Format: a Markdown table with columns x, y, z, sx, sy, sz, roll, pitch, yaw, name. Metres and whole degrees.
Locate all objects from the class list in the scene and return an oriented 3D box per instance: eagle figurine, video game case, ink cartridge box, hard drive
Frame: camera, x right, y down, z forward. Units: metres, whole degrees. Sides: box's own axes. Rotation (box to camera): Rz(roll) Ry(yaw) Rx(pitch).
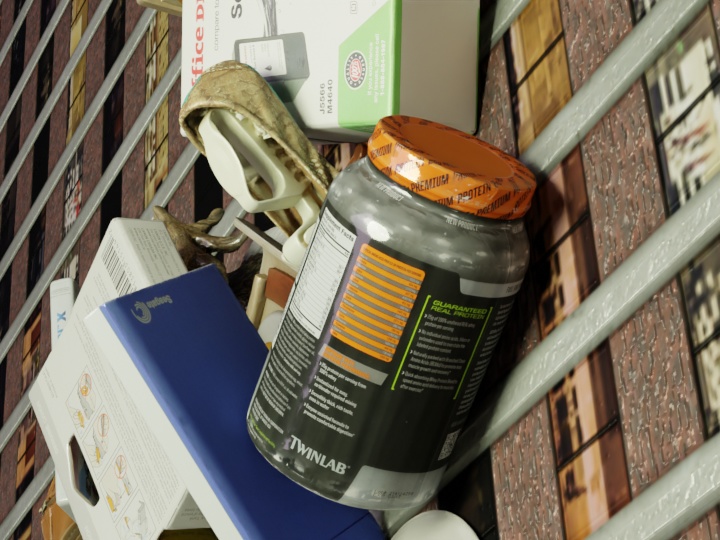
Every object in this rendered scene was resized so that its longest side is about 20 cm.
| x | y | z | sx | sy | sz | roll | pitch | yaw | name |
| --- | --- | --- | --- | --- | --- | --- | --- | --- | --- |
| -0.121 | 0.055 | 1.411 | 0.152 | 0.150 | 0.202 | -45 | -43 | -47 | eagle figurine |
| -0.192 | 0.131 | 1.455 | 0.200 | 0.022 | 0.184 | 64 | -164 | -58 | video game case |
| -0.150 | 0.096 | 1.279 | 0.177 | 0.044 | 0.201 | -59 | 44 | 33 | ink cartridge box |
| -0.023 | -0.157 | 1.204 | 0.199 | 0.083 | 0.147 | 0 | 89 | 45 | ink cartridge box |
| -0.071 | 0.096 | 1.115 | 0.025 | 0.132 | 0.201 | -35 | 84 | 26 | hard drive |

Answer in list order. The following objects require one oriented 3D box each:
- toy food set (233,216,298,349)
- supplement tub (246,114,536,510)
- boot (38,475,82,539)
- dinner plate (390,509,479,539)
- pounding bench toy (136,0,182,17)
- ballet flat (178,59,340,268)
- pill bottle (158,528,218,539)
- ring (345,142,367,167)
| x | y | z | sx | sy | sz | roll | pitch | yaw | name |
| --- | --- | --- | --- | --- | --- | --- | --- | --- | --- |
| -0.061 | 0.085 | 1.231 | 0.143 | 0.060 | 0.202 | 34 | 115 | 45 | toy food set |
| 0.020 | 0.023 | 1.070 | 0.202 | 0.121 | 0.123 | -68 | 25 | 18 | supplement tub |
| -0.240 | 0.236 | 1.620 | 0.155 | 0.073 | 0.202 | -41 | 30 | 52 | boot |
| 0.024 | 0.236 | 1.077 | 0.200 | 0.024 | 0.202 | -43 | 40 | 51 | dinner plate |
| -0.083 | -0.300 | 1.467 | 0.156 | 0.123 | 0.202 | -13 | 67 | 65 | pounding bench toy |
| -0.039 | -0.039 | 1.146 | 0.065 | 0.200 | 0.071 | -38 | -9 | -44 | ballet flat |
| -0.121 | 0.238 | 1.293 | 0.112 | 0.110 | 0.201 | -60 | 28 | 34 | pill bottle |
| 0.000 | 0.000 | 1.257 | 0.200 | 0.019 | 0.202 | -42 | 41 | 52 | ring |
